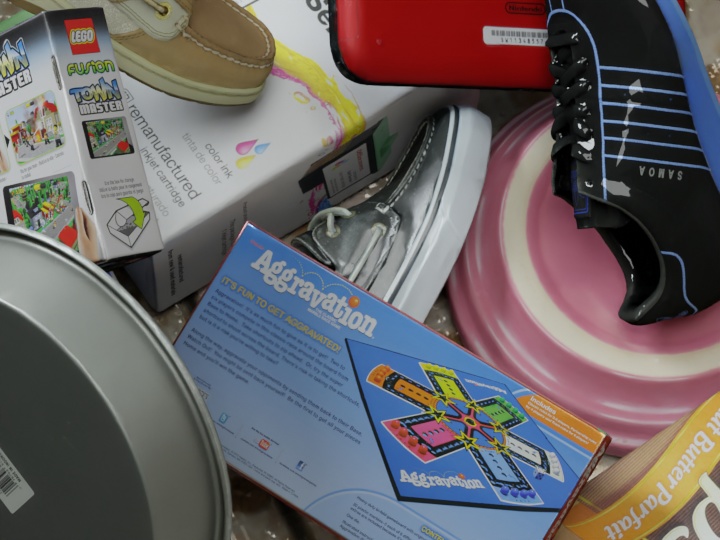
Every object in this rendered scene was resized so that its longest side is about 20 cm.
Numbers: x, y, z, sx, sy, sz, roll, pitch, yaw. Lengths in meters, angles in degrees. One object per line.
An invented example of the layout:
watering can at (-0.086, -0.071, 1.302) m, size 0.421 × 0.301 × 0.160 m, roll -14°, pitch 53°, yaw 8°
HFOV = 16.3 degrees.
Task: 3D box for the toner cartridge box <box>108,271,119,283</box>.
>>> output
toner cartridge box at (-0.166, -0.018, 1.197) m, size 0.043 × 0.095 × 0.200 m, roll -23°, pitch 70°, yaw -20°

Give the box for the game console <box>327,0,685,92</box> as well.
game console at (0.046, -0.166, 1.233) m, size 0.199 × 0.119 × 0.173 m, roll -1°, pitch 85°, yaw -30°

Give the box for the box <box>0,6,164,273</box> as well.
box at (-0.174, -0.036, 1.122) m, size 0.035 × 0.200 × 0.110 m, roll -10°, pitch 85°, yaw -45°

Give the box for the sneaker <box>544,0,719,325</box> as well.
sneaker at (0.118, -0.071, 1.160) m, size 0.078 × 0.070 × 0.201 m, roll -29°, pitch 96°, yaw -17°

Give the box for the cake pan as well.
cake pan at (-0.144, 0.077, 1.090) m, size 0.200 × 0.201 × 0.037 m, roll 41°, pitch 44°, yaw 14°

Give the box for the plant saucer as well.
plant saucer at (0.141, -0.009, 1.229) m, size 0.200 × 0.051 × 0.201 m, roll 1°, pitch 67°, yaw -2°

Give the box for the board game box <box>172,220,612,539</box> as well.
board game box at (0.004, 0.069, 1.139) m, size 0.200 × 0.019 × 0.103 m, roll 31°, pitch 88°, yaw 20°

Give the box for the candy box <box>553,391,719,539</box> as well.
candy box at (0.145, 0.139, 1.137) m, size 0.200 × 0.055 × 0.115 m, roll -32°, pitch 45°, yaw -12°

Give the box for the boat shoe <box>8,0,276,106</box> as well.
boat shoe at (-0.107, -0.137, 1.117) m, size 0.066 × 0.200 × 0.074 m, roll -46°, pitch 42°, yaw 22°

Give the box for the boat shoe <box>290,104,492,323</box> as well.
boat shoe at (0.000, 0.000, 1.199) m, size 0.071 × 0.072 × 0.201 m, roll 27°, pitch 73°, yaw -8°

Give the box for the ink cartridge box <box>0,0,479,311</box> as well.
ink cartridge box at (-0.058, -0.098, 1.241) m, size 0.200 × 0.084 × 0.145 m, roll -32°, pitch 72°, yaw -15°
